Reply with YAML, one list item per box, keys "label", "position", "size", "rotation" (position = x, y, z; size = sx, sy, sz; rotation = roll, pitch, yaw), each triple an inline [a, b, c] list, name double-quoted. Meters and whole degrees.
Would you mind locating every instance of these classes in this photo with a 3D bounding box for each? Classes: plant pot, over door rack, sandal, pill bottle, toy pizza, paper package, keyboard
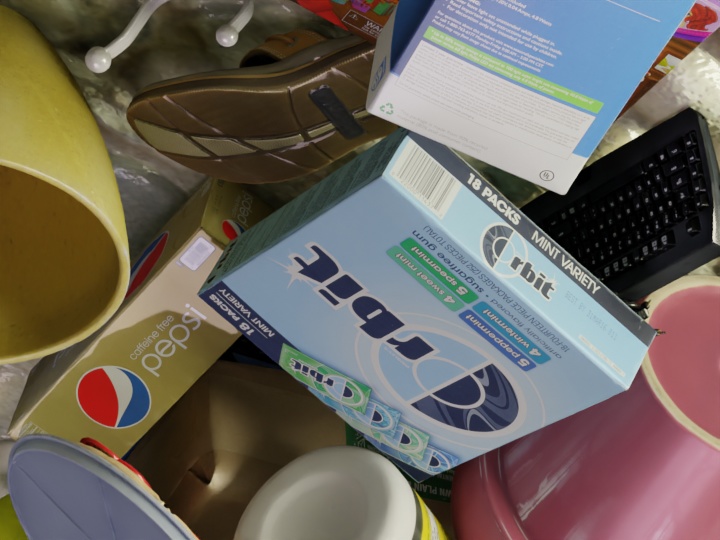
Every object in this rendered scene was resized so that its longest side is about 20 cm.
- label: "plant pot"
  position: [0.173, 0.106, 1.398]
  size: [0.199, 0.201, 0.179]
  rotation: [22, 136, -7]
- label: "over door rack"
  position: [-0.164, -0.167, 1.220]
  size: [0.199, 0.067, 0.148]
  rotation: [8, 149, 18]
- label: "sandal"
  position: [-0.025, -0.097, 1.286]
  size: [0.199, 0.054, 0.080]
  rotation: [-16, 135, 23]
- label: "pill bottle"
  position: [0.017, 0.200, 1.442]
  size: [0.112, 0.113, 0.200]
  rotation: [-3, 141, 33]
- label: "toy pizza"
  position: [-0.127, 0.168, 1.452]
  size: [0.200, 0.032, 0.201]
  rotation: [33, 149, 23]
- label: "paper package"
  position: [-0.043, 0.154, 1.556]
  size: [0.199, 0.104, 0.191]
  rotation: [13, 142, -22]
- label: "keyboard"
  position: [0.120, -0.004, 1.304]
  size: [0.039, 0.105, 0.200]
  rotation: [-5, 164, -32]
- label: "plant pot"
  position: [-0.219, -0.061, 1.334]
  size: [0.198, 0.143, 0.201]
  rotation: [0, 146, 0]

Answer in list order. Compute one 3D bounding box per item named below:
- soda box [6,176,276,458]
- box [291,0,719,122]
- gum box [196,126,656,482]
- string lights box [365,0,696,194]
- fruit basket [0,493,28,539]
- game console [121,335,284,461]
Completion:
- label: "soda box"
  position: [-0.123, 0.037, 1.459]
  size: [0.064, 0.068, 0.200]
  rotation: [37, 120, -16]
- label: "box"
  position: [0.057, -0.142, 1.156]
  size: [0.199, 0.039, 0.137]
  rotation: [26, 144, -15]
- label: "gum box"
  position: [0.030, 0.022, 1.308]
  size: [0.170, 0.045, 0.200]
  rotation: [41, 147, -14]
- label: "string lights box"
  position: [0.090, -0.135, 1.071]
  size: [0.102, 0.059, 0.200]
  rotation: [22, 131, -12]
- label: "fruit basket"
  position: [-0.197, 0.242, 1.887]
  size: [0.214, 0.157, 0.216]
  rotation: [-2, 152, -1]
- label: "game console"
  position: [-0.074, 0.116, 1.604]
  size: [0.175, 0.117, 0.200]
  rotation: [16, 153, 25]
